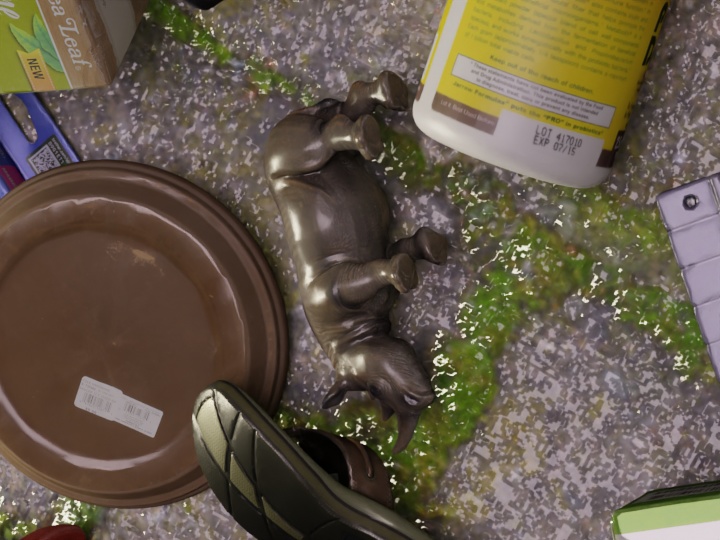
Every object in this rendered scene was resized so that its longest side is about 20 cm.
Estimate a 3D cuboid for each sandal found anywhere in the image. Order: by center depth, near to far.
[{"bbox_3d":[-0.007,0.127,1.525,0.201,0.057,0.080,36,142,-2],"label":"sandal"}]

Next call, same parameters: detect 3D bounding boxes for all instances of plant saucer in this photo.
[{"bbox_3d":[-0.139,0.039,1.562,0.200,0.029,0.201,3,103,12],"label":"plant saucer"}]

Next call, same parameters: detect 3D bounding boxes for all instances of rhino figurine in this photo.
[{"bbox_3d":[0.000,0.000,1.512,0.087,0.060,0.200,-14,88,39],"label":"rhino figurine"}]

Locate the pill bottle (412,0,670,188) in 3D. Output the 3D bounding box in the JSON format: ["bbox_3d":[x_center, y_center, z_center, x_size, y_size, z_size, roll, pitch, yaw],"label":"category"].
[{"bbox_3d":[0.106,-0.151,1.443,0.109,0.109,0.200,22,100,17],"label":"pill bottle"}]

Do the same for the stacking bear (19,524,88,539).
[{"bbox_3d":[-0.266,0.201,1.596,0.200,0.114,0.122,2,93,24],"label":"stacking bear"}]

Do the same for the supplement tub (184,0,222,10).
[{"bbox_3d":[-0.022,-0.219,1.488,0.200,0.107,0.107,-33,82,18],"label":"supplement tub"}]

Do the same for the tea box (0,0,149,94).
[{"bbox_3d":[-0.230,-0.208,1.501,0.196,0.134,0.200,-3,131,20],"label":"tea box"}]

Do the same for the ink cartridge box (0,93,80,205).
[{"bbox_3d":[-0.264,-0.042,1.618,0.200,0.042,0.119,-36,81,16],"label":"ink cartridge box"}]

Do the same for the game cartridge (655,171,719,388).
[{"bbox_3d":[0.263,-0.011,1.435,0.200,0.038,0.130,-20,81,19],"label":"game cartridge"}]

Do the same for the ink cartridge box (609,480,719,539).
[{"bbox_3d":[0.220,0.206,1.437,0.147,0.076,0.200,-10,90,19],"label":"ink cartridge box"}]
